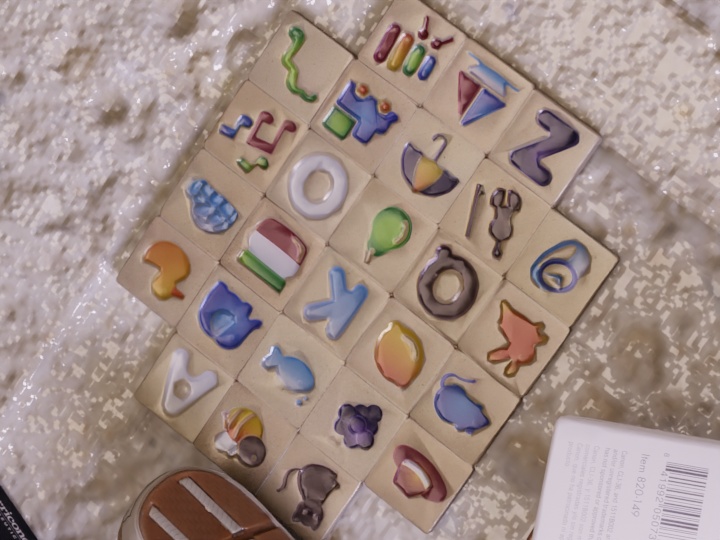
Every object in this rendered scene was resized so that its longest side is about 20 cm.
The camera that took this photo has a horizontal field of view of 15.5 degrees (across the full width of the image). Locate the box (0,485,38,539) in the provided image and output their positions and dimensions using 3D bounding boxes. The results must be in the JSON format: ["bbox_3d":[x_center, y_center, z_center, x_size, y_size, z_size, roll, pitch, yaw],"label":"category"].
[{"bbox_3d":[-0.145,0.186,1.024,0.079,0.141,0.200,-39,79,18],"label":"box"}]

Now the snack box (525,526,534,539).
[{"bbox_3d":[0.140,0.164,0.983,0.200,0.024,0.072,33,98,16],"label":"snack box"}]

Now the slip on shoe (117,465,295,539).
[{"bbox_3d":[-0.021,0.165,1.026,0.200,0.076,0.061,44,144,5],"label":"slip on shoe"}]

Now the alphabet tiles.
[{"bbox_3d":[0.000,0.000,1.039,0.166,0.006,0.200,37,103,15],"label":"alphabet tiles"}]

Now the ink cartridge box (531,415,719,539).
[{"bbox_3d":[0.159,0.128,0.933,0.199,0.068,0.117,10,78,14],"label":"ink cartridge box"}]
